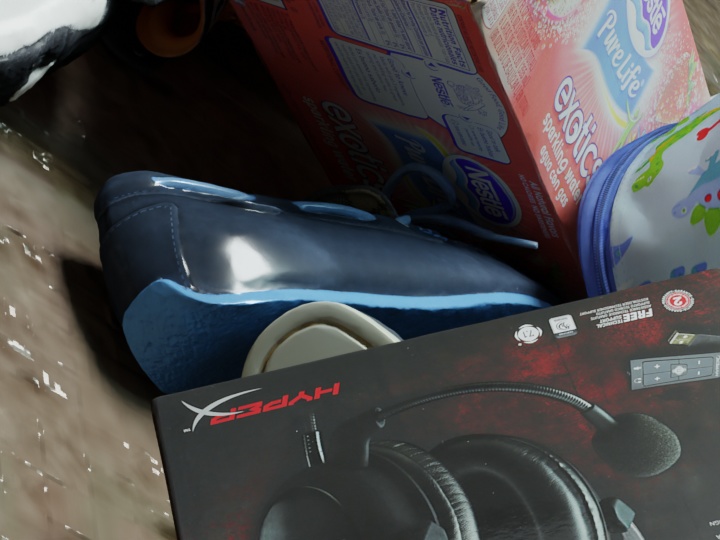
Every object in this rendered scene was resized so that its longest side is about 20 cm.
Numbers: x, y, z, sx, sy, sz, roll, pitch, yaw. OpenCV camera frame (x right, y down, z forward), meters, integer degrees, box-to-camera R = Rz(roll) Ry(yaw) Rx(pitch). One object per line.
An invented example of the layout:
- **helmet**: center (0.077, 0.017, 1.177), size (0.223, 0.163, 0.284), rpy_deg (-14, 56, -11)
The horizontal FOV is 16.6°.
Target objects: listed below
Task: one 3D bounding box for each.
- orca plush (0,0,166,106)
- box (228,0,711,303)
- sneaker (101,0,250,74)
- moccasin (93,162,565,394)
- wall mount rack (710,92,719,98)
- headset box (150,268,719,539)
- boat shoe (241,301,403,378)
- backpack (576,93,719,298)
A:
- **orca plush**: center (-0.107, -0.105, 0.762), size (0.105, 0.071, 0.201), rpy_deg (9, 45, -14)
- **box**: center (0.038, -0.077, 0.790), size (0.102, 0.095, 0.200), rpy_deg (20, -20, 27)
- **sneaker**: center (-0.040, -0.096, 0.868), size (0.199, 0.078, 0.112), rpy_deg (30, 32, -19)
- **moccasin**: center (0.000, 0.000, 0.759), size (0.200, 0.080, 0.068), rpy_deg (17, 38, -55)
- **wall mount rack**: center (0.166, -0.034, 1.141), size (0.200, 0.074, 0.174), rpy_deg (58, 22, 20)
- **headset box**: center (0.042, 0.106, 0.558), size (0.200, 0.148, 0.077), rpy_deg (-105, -176, -47)
- **boat shoe**: center (0.040, 0.092, 0.690), size (0.200, 0.075, 0.062), rpy_deg (52, 23, 3)
- **backpack**: center (0.154, 0.034, 0.781), size (0.183, 0.147, 0.201), rpy_deg (-26, 88, -52)
